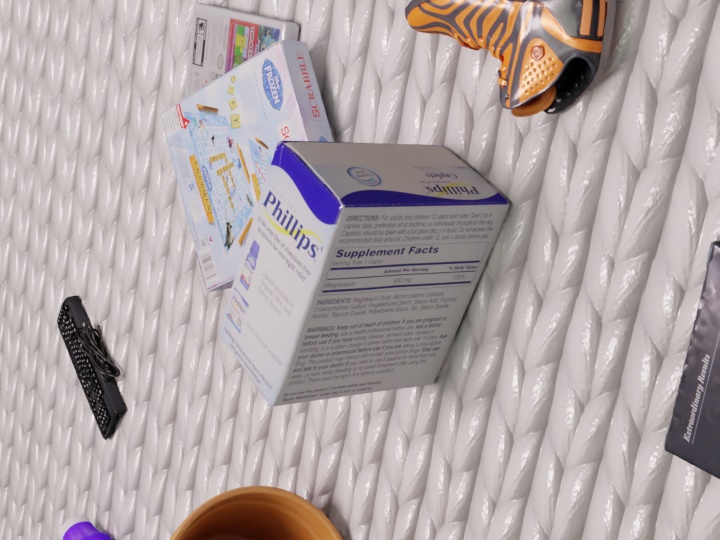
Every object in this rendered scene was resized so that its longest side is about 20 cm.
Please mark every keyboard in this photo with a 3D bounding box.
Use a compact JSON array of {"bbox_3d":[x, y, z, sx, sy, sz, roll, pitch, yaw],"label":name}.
[{"bbox_3d":[-0.370,0.120,1.644,0.201,0.039,0.104,59,135,28],"label":"keyboard"}]

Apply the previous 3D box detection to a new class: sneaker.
[{"bbox_3d":[0.109,-0.179,0.988,0.199,0.077,0.114,5,96,51],"label":"sneaker"}]

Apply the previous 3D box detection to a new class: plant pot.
[{"bbox_3d":[-0.121,0.328,1.251,0.140,0.198,0.202,142,116,-63],"label":"plant pot"}]

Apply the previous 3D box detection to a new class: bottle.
[{"bbox_3d":[-0.331,0.399,1.602,0.200,0.065,0.084,43,126,40],"label":"bottle"}]

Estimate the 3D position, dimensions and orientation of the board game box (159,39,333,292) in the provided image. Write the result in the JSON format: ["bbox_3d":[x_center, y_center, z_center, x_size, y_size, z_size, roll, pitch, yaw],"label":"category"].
[{"bbox_3d":[-0.108,-0.102,1.259,0.198,0.041,0.202,-20,82,41],"label":"board game box"}]

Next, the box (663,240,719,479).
[{"bbox_3d":[0.304,0.076,0.751,0.199,0.103,0.150,29,116,46],"label":"box"}]

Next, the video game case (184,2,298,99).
[{"bbox_3d":[-0.135,-0.177,1.336,0.181,0.023,0.202,24,111,48],"label":"video game case"}]

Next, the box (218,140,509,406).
[{"bbox_3d":[0.000,0.000,1.059,0.105,0.182,0.202,47,127,39],"label":"box"}]
